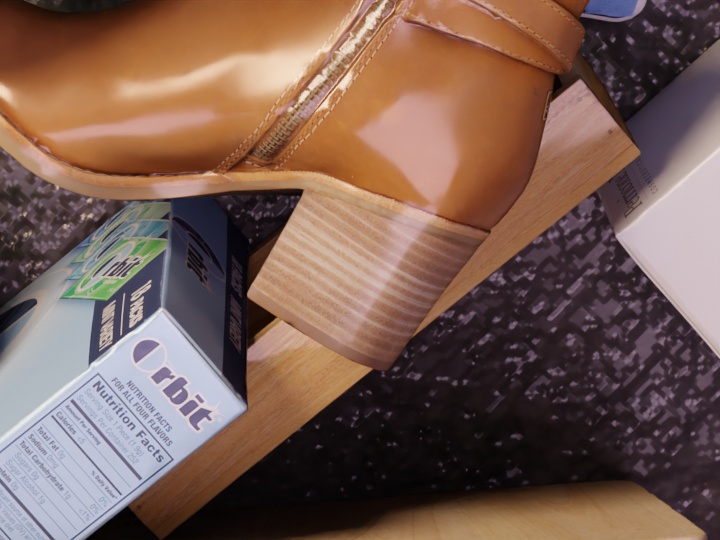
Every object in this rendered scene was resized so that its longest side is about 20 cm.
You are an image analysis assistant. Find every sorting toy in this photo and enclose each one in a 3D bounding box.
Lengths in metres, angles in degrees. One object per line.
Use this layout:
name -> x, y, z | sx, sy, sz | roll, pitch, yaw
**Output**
sorting toy -> 0.004, 0.117, 0.899 | 0.197, 0.200, 0.070 | -4, 90, -1

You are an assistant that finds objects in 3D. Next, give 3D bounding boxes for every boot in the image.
boot -> -0.032, -0.083, 0.842 | 0.199, 0.077, 0.156 | 31, 99, 12

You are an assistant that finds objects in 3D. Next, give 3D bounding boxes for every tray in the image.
tray -> 0.000, 0.000, 0.923 | 0.200, 0.099, 0.037 | -38, 105, 9

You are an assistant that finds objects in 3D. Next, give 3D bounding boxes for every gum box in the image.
gum box -> -0.124, 0.062, 0.900 | 0.200, 0.170, 0.045 | -38, 104, 9

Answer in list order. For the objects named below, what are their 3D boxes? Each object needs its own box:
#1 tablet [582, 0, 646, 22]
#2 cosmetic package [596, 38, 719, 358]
tablet -> 0.050, -0.156, 0.865 | 0.129, 0.014, 0.201 | 8, 141, -7
cosmetic package -> 0.177, -0.060, 0.908 | 0.200, 0.108, 0.085 | -41, 104, 8
